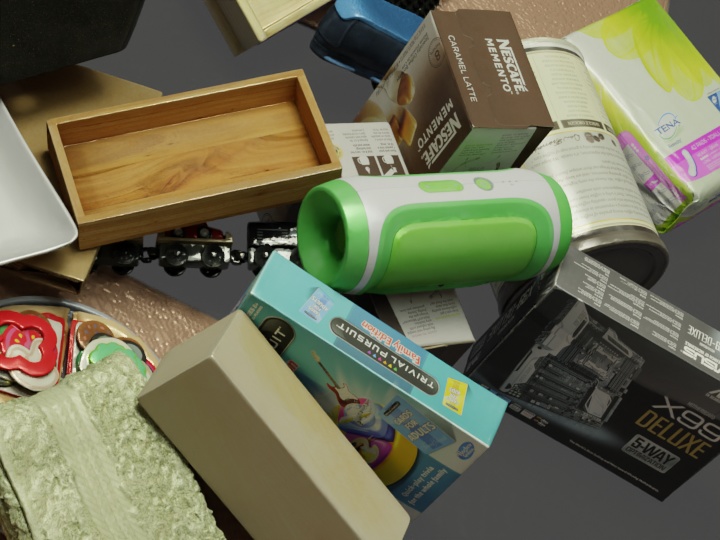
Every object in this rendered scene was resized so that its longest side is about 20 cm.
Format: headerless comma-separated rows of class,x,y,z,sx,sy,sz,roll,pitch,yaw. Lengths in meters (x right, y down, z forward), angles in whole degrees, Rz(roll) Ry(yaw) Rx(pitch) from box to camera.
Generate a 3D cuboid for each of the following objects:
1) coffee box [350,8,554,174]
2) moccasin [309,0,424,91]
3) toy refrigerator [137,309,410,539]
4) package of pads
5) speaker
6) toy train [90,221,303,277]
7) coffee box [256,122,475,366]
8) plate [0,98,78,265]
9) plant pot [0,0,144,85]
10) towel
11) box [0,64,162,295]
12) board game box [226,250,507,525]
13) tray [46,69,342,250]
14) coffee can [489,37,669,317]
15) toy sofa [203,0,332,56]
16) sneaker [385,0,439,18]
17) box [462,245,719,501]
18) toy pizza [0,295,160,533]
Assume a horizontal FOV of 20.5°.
coffee box,0.059,-0.101,1.582,0.079,0.200,0.115,-2,60,-30
moccasin,0.031,-0.181,1.706,0.199,0.068,0.081,28,30,-41
toy refrigerator,-0.058,0.131,1.392,0.200,0.076,0.070,52,32,-14
package of pads,0.268,-0.143,1.822,0.154,0.068,0.200,-27,74,-41
speaker,0.056,-0.030,1.452,0.199,0.089,0.089,-4,61,-32
toy train,-0.129,-0.021,1.494,0.198,0.034,0.046,1,70,-7
coffee box,0.000,0.000,1.537,0.079,0.113,0.201,-5,61,-32
plate,-0.329,-0.058,1.412,0.198,0.032,0.201,-19,58,-27
plant pot,-0.258,-0.251,1.456,0.199,0.179,0.199,-21,43,-27
towel,-0.170,0.164,1.347,0.148,0.036,0.201,-23,85,-37
box,-0.252,-0.083,1.486,0.162,0.021,0.201,17,50,0
board game box,-0.016,0.093,1.437,0.199,0.151,0.047,33,49,-5
tray,-0.123,-0.083,1.469,0.198,0.037,0.099,-13,57,-14
coffee can,0.153,-0.070,1.650,0.145,0.147,0.201,-2,60,-31
toy sofa,-0.043,-0.265,1.690,0.199,0.097,0.083,-33,99,-20
sneaker,0.037,-0.285,1.800,0.089,0.070,0.200,22,53,25
box,0.202,0.083,1.566,0.199,0.158,0.050,30,48,-9
toy pizza,-0.210,0.101,1.400,0.199,0.032,0.202,15,52,-21
